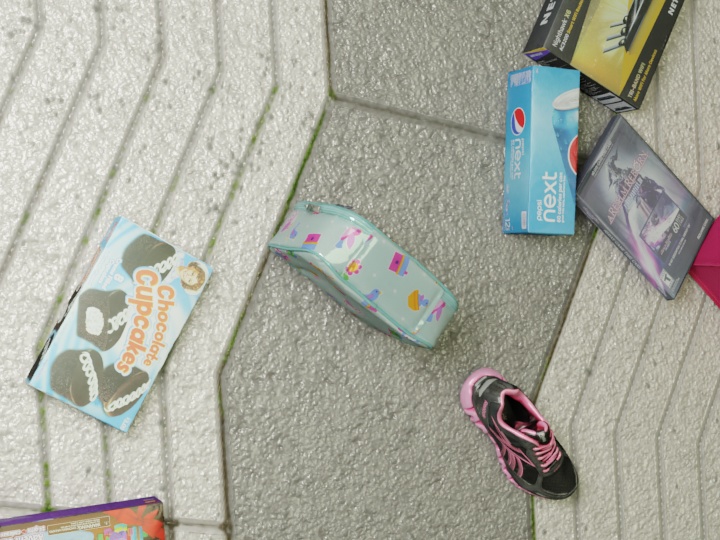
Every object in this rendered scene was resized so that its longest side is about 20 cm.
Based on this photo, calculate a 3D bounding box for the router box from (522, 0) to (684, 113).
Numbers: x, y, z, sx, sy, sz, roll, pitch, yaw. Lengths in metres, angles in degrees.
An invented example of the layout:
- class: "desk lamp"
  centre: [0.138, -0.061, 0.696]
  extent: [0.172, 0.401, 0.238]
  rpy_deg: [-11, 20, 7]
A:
- class: "router box"
  centre: [0.311, -0.321, 1.540]
  extent: [0.157, 0.052, 0.200]
  rpy_deg: [27, 80, -21]

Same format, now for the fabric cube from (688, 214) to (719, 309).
- class: "fabric cube"
  centre: [0.576, -0.012, 1.576]
  extent: [0.196, 0.200, 0.199]
  rpy_deg: [46, 76, -17]

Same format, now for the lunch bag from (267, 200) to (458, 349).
- class: "lunch bag"
  centre: [0.000, 0.000, 1.355]
  extent: [0.200, 0.160, 0.077]
  rpy_deg: [40, 81, -24]

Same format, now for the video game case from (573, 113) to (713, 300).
- class: "video game case"
  centre: [0.357, -0.080, 1.560]
  extent: [0.200, 0.019, 0.143]
  rpy_deg: [44, 60, -19]

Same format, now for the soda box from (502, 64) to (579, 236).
- class: "soda box"
  centre: [0.219, -0.143, 1.495]
  extent: [0.068, 0.064, 0.200]
  rpy_deg: [2, 90, -23]

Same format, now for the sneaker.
- class: "sneaker"
  centre: [0.203, 0.203, 1.474]
  extent: [0.079, 0.095, 0.200]
  rpy_deg: [-46, 108, -18]

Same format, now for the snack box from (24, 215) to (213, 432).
- class: "snack box"
  centre: [-0.254, 0.056, 1.309]
  extent: [0.116, 0.037, 0.200]
  rpy_deg: [31, 79, -21]

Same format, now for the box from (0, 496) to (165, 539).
- class: "box"
  centre: [-0.302, 0.319, 1.289]
  extent: [0.200, 0.039, 0.137]
  rpy_deg: [-5, 93, -23]
